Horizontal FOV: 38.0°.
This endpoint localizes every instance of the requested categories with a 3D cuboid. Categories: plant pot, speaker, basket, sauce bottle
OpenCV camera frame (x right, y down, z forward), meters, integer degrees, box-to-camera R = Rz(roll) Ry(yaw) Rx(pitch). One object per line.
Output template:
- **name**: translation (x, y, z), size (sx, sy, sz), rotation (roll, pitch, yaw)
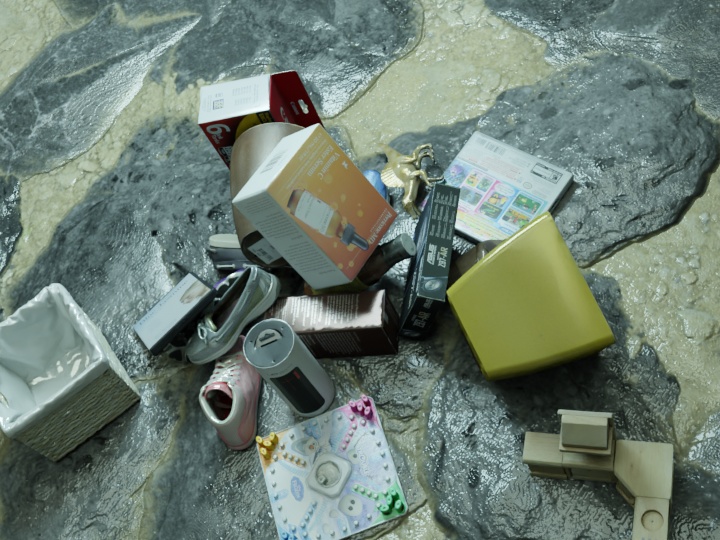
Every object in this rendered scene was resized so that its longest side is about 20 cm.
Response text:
- **plant pot**: translation (0.230, 0.058, 1.500), size (0.176, 0.200, 0.201), rotation (-26, 80, 2)
- **speaker**: translation (-0.106, 0.150, 1.586), size (0.081, 0.200, 0.082), rotation (-8, 59, 14)
- **basket**: translation (-0.503, 0.170, 1.726), size (0.200, 0.161, 0.198), rotation (-38, 57, -5)
- **plant pot**: translation (-0.139, -0.108, 1.732), size (0.186, 0.187, 0.201), rotation (-6, 48, 14)
- **sauce bottle**: translation (0.000, 0.000, 1.682), size (0.199, 0.066, 0.066), rotation (-25, 53, 30)

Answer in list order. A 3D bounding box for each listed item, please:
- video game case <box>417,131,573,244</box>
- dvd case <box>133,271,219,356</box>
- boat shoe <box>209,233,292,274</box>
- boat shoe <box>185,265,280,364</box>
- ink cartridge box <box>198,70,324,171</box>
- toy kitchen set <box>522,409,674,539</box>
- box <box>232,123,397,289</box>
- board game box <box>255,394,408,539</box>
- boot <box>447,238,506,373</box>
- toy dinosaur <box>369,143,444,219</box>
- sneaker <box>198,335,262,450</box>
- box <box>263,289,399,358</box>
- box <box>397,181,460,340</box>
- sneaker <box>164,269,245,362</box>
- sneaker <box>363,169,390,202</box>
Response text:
- **video game case**: translation (0.225, -0.127, 1.748), size (0.199, 0.024, 0.182), rotation (29, 73, 28)
- **dvd case**: translation (-0.310, 0.068, 1.737), size (0.143, 0.018, 0.200), rotation (-45, 19, -9)
- **boat shoe**: translation (-0.168, -0.018, 1.802), size (0.199, 0.073, 0.063), rotation (10, 107, 16)
- **boat shoe**: translation (-0.215, 0.070, 1.668), size (0.202, 0.065, 0.075), rotation (-41, 40, 19)
- **ink cartridge box**: translation (-0.165, -0.246, 1.833), size (0.175, 0.200, 0.084), rotation (-9, 59, 14)
- **toy kitchen set**: translation (0.309, 0.300, 1.391), size (0.199, 0.163, 0.181), rotation (2, 62, 19)
- **box**: translation (-0.068, -0.096, 1.614), size (0.106, 0.200, 0.153), rotation (-13, 37, 53)
- **board game box**: translation (-0.049, 0.308, 1.583), size (0.199, 0.026, 0.201), rotation (-22, 57, 5)
- **boot**: translation (0.217, 0.044, 1.621), size (0.145, 0.070, 0.201), rotation (-19, 71, -1)
- **toy dinosaur**: translation (0.079, -0.181, 1.785), size (0.101, 0.058, 0.201), rotation (-23, 52, -1)
- **sneaker**: translation (-0.208, 0.175, 1.664), size (0.075, 0.105, 0.201), rotation (-13, 57, 12)
- **box**: translation (-0.045, 0.088, 1.664), size (0.199, 0.100, 0.075), rotation (-3, 60, 16)
- **box**: translation (0.107, -0.012, 1.636), size (0.043, 0.160, 0.201), rotation (12, 64, -4)
- **sneaker**: translation (-0.250, 0.076, 1.764), size (0.200, 0.081, 0.083), rotation (-41, 14, 4)
- **sneaker**: translation (-0.011, -0.091, 1.762), size (0.078, 0.089, 0.201), rotation (13, 64, 23)
